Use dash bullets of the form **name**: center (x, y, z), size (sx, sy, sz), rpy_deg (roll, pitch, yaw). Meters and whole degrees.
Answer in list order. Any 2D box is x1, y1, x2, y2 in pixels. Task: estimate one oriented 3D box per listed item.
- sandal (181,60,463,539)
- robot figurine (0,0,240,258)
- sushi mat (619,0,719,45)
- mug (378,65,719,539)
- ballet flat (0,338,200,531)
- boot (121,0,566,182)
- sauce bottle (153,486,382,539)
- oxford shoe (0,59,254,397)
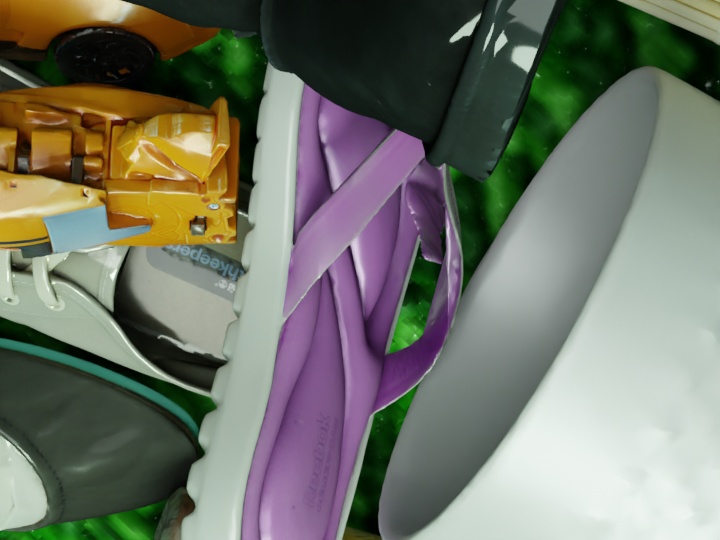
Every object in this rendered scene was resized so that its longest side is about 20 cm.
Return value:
- **sandal**: center (0.004, 0.002, 0.812), size (0.050, 0.082, 0.203), rpy_deg (7, 80, 30)
- **robot figurine**: center (-0.131, -0.062, 0.818), size (0.200, 0.058, 0.145), rpy_deg (2, 61, -1)
- **sushi mat**: center (0.074, -0.118, 0.780), size (0.200, 0.012, 0.096), rpy_deg (27, 116, 28)
- **mug**: center (0.127, 0.028, 0.806), size (0.175, 0.148, 0.200), rpy_deg (29, 76, -9)
- **ballet flat**: center (-0.148, 0.044, 0.869), size (0.200, 0.068, 0.068), rpy_deg (19, 145, 6)
- **boot**: center (-0.031, -0.085, 0.700), size (0.162, 0.198, 0.073), rpy_deg (24, 90, -2)
- **sauce bottle**: center (0.031, 0.118, 0.870), size (0.200, 0.065, 0.065), rpy_deg (16, 106, -7)
- **oxford shoe**: center (-0.095, -0.014, 0.856), size (0.200, 0.058, 0.075), rpy_deg (20, 108, 3)
